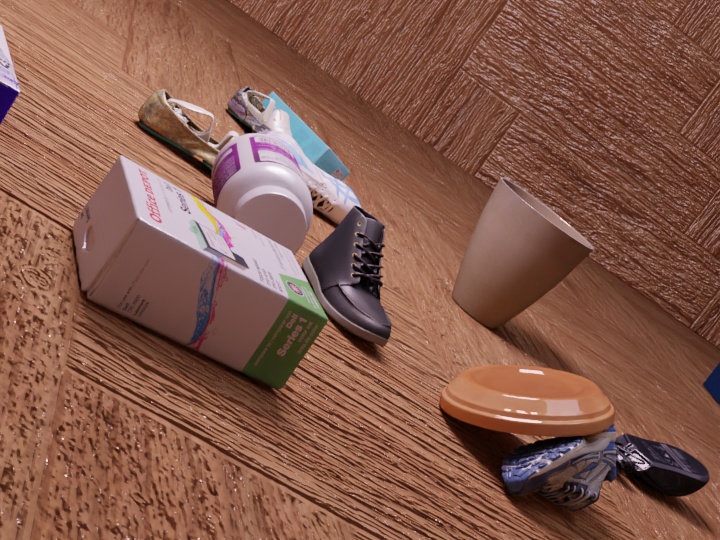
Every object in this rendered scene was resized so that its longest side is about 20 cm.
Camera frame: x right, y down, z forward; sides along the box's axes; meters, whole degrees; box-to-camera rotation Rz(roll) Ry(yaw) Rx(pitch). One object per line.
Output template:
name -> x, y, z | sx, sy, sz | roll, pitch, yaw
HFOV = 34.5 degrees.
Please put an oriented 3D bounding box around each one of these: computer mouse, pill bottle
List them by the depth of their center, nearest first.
pill bottle -> -0.114, -0.081, 1.343 | 0.112, 0.113, 0.200 | 32, 13, -20
computer mouse -> 0.403, 0.274, 1.641 | 0.198, 0.053, 0.139 | 20, 17, -22

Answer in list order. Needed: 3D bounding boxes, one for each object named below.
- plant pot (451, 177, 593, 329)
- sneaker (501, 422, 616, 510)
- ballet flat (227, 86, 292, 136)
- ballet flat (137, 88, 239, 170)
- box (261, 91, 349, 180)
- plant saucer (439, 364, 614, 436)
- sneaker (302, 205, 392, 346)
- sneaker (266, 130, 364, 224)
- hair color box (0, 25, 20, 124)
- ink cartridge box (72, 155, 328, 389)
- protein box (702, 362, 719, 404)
plant pot -> 0.240, -0.014, 1.868 | 0.186, 0.201, 0.188 | 35, 13, -9
sneaker -> 0.227, 0.222, 1.261 | 0.199, 0.076, 0.086 | -11, 89, -48
ballet flat -> -0.157, -0.249, 1.939 | 0.072, 0.072, 0.200 | 22, 20, -49
ballet flat -> -0.200, -0.170, 1.537 | 0.199, 0.071, 0.071 | 34, 12, -14
box -> -0.102, -0.223, 1.992 | 0.200, 0.049, 0.082 | 47, 0, 40
plant saucer -> 0.188, 0.142, 1.311 | 0.197, 0.038, 0.200 | 4, 8, 0
sneaker -> 0.000, 0.000, 1.373 | 0.074, 0.107, 0.200 | 27, 16, -36
sneaker -> -0.078, -0.125, 1.742 | 0.199, 0.072, 0.073 | 40, 45, -15
hair color box -> -0.403, -0.211, 1.133 | 0.109, 0.065, 0.200 | 28, 14, -33
ink cartridge box -> -0.144, 0.001, 1.025 | 0.199, 0.084, 0.145 | 29, 14, -29
protein box -> 1.002, 0.321, 2.909 | 0.199, 0.136, 0.199 | 34, 12, -9
